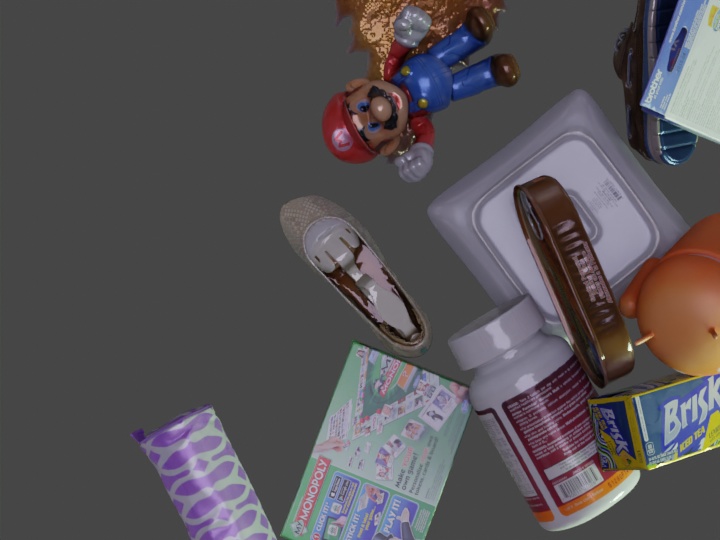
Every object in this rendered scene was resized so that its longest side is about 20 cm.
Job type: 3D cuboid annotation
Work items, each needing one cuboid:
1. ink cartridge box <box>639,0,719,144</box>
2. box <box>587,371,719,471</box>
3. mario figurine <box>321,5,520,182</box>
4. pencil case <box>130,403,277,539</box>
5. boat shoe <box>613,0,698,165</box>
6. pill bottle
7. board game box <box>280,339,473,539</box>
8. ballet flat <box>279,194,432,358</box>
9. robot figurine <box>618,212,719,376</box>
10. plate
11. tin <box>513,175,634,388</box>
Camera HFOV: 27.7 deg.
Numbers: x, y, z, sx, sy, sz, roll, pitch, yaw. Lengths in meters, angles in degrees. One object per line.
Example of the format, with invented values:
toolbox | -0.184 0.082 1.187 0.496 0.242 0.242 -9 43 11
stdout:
ink cartridge box | 0.336 -0.180 1.350 0.198 0.042 0.121 16 99 -36
box | 0.306 0.128 1.342 0.198 0.064 0.071 -12 88 -32
mario figurine | 0.053 -0.168 1.382 0.199 0.106 0.124 -32 53 -6
pencil case | -0.140 0.229 1.399 0.085 0.084 0.202 -25 86 24
boat shoe | 0.273 -0.202 1.378 0.071 0.072 0.203 -7 104 -33
pill bottle | 0.169 0.131 1.367 0.109 0.110 0.202 -29 92 1
board game box | 0.019 0.185 1.416 0.133 0.029 0.203 21 90 3
ballet flat | 0.000 0.000 1.404 0.067 0.062 0.200 -44 88 -3
robot figurine | 0.320 0.022 1.329 0.143 0.200 0.117 36 129 15
plate | 0.197 -0.041 1.414 0.199 0.032 0.201 -37 87 1
tin | 0.196 0.009 1.343 0.041 0.112 0.202 -23 89 -8
